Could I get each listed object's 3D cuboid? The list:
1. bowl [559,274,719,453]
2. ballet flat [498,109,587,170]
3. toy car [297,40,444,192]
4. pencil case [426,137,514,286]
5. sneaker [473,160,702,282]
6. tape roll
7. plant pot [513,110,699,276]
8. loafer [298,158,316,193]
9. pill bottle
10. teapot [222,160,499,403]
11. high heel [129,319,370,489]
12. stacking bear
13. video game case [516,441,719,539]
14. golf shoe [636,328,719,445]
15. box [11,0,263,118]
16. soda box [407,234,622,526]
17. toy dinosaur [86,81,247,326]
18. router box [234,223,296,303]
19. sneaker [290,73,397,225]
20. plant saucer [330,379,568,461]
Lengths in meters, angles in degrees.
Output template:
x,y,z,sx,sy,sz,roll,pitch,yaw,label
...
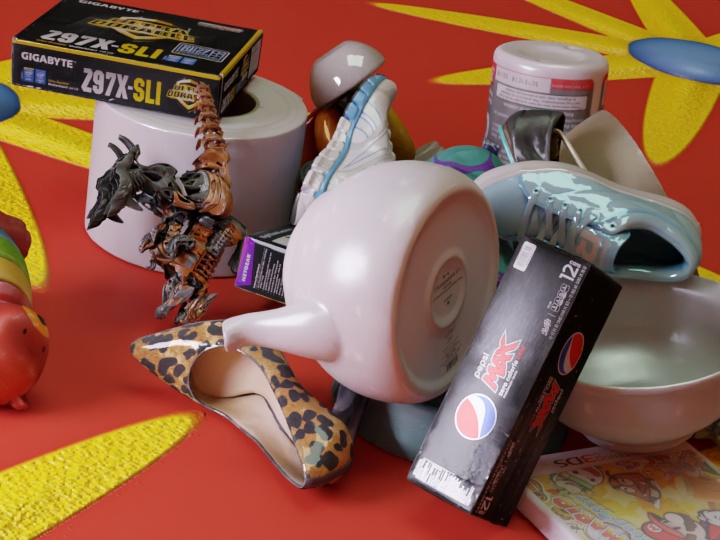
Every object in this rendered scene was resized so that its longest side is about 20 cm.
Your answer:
x,y,z,sx,sy,sz,roll,pitch,yaw,label
0.218,0.082,1.424,0.199,0.091,0.201,-4,25,2,bowl
0.172,-0.045,1.538,0.068,0.202,0.068,-15,-5,13,ballet flat
-0.009,-0.128,1.818,0.149,0.176,0.200,-35,8,3,toy car
0.100,-0.024,1.552,0.092,0.086,0.201,15,37,-15,pencil case
0.184,-0.037,1.456,0.198,0.075,0.082,8,24,-1,sneaker
-0.156,-0.099,1.696,0.200,0.140,0.203,7,24,-3,tape roll
0.206,-0.027,1.644,0.134,0.201,0.201,-26,30,-2,plant pot
0.035,-0.067,1.711,0.198,0.063,0.072,-1,43,-16,loafer
0.176,-0.115,1.766,0.113,0.202,0.114,5,19,-2,pill bottle
0.009,0.000,1.389,0.145,0.199,0.200,13,-9,31,teapot
-0.095,0.102,1.365,0.198,0.072,0.143,13,28,6,high heel
-0.302,0.026,1.412,0.113,0.122,0.200,-31,45,-3,stacking bear
0.225,0.189,1.343,0.180,0.023,0.200,-6,28,-29,video game case
0.265,0.093,1.537,0.199,0.079,0.097,31,13,32,golf shoe
-0.205,-0.199,1.671,0.198,0.050,0.160,11,26,7,box
0.113,0.081,1.318,0.063,0.201,0.071,26,-2,32,soda box
-0.158,-0.057,1.551,0.134,0.102,0.202,13,57,-18,toy dinosaur
0.000,0.000,1.603,0.148,0.052,0.200,19,15,21,router box
0.007,-0.097,1.644,0.086,0.075,0.201,24,50,2,sneaker
0.076,0.098,1.473,0.198,0.036,0.200,7,24,-3,plant saucer
